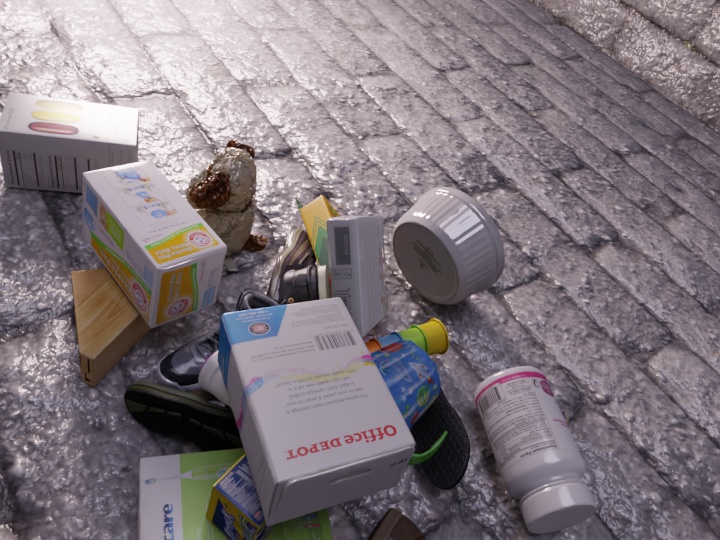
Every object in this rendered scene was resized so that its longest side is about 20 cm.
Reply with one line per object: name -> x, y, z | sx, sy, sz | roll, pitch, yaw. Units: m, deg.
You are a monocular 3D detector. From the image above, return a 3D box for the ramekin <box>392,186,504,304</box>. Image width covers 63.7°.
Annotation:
ramekin -> 0.140, -0.034, 0.999 | 0.094, 0.203, 0.202 | -33, 65, -28

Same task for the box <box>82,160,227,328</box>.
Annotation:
box -> -0.282, -0.040, 0.782 | 0.101, 0.113, 0.200 | -23, 57, -41

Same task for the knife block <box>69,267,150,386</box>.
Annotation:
knife block -> -0.308, 0.049, 0.813 | 0.173, 0.064, 0.201 | -6, 49, -27

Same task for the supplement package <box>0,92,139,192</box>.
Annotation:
supplement package -> -0.475, -0.205, 0.961 | 0.197, 0.110, 0.115 | 2, 46, -21

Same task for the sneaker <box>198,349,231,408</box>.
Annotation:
sneaker -> -0.115, 0.158, 0.726 | 0.099, 0.075, 0.200 | 32, 1, 30

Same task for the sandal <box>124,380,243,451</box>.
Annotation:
sandal -> -0.195, 0.179, 0.727 | 0.199, 0.080, 0.057 | 24, 29, 2

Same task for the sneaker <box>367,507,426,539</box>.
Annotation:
sneaker -> 0.017, 0.359, 0.640 | 0.075, 0.071, 0.200 | 34, 44, 11

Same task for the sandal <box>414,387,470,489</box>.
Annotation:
sandal -> 0.110, 0.217, 0.826 | 0.048, 0.075, 0.202 | 50, 16, -40

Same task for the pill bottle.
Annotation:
pill bottle -> 0.242, 0.248, 0.813 | 0.112, 0.114, 0.202 | 3, 47, -20

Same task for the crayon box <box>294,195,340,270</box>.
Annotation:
crayon box -> -0.037, -0.036, 0.970 | 0.051, 0.126, 0.201 | -31, 52, 10

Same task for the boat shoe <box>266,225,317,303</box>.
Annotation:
boat shoe -> -0.102, 0.003, 0.940 | 0.072, 0.075, 0.201 | 18, 44, -5

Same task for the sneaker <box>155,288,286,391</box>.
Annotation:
sneaker -> -0.181, 0.088, 0.792 | 0.198, 0.115, 0.076 | -18, 56, -36

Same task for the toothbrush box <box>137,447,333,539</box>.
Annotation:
toothbrush box -> -0.140, 0.282, 0.637 | 0.197, 0.087, 0.147 | 2, 44, -23

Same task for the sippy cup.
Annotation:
sippy cup -> 0.035, 0.165, 0.783 | 0.130, 0.139, 0.180 | -28, 95, -33

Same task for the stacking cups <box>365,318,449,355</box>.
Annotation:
stacking cups -> 0.044, 0.126, 0.890 | 0.198, 0.061, 0.061 | -13, 53, -30

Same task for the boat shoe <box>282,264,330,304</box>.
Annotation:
boat shoe -> -0.066, 0.057, 0.825 | 0.062, 0.202, 0.075 | -5, 61, 3

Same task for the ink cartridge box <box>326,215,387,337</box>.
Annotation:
ink cartridge box -> 0.000, 0.000, 0.859 | 0.049, 0.165, 0.200 | -2, 6, 11

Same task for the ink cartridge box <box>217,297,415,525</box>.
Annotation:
ink cartridge box -> -0.053, 0.134, 0.595 | 0.143, 0.085, 0.201 | -6, 44, -26

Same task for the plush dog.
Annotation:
plush dog -> -0.216, -0.114, 0.934 | 0.158, 0.173, 0.201 | 17, 42, -6

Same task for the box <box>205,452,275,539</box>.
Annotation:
box -> -0.073, 0.201, 0.633 | 0.064, 0.071, 0.200 | 35, 42, 15
